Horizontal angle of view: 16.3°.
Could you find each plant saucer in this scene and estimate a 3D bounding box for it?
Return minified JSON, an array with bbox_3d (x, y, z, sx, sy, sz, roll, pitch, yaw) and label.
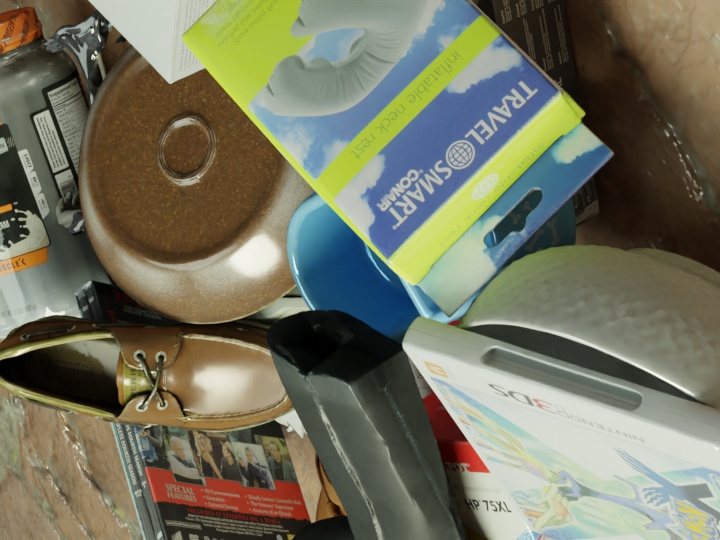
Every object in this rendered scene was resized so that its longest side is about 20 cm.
[{"bbox_3d":[-0.096,-0.070,1.502,0.200,0.037,0.201,-6,78,29],"label":"plant saucer"}]

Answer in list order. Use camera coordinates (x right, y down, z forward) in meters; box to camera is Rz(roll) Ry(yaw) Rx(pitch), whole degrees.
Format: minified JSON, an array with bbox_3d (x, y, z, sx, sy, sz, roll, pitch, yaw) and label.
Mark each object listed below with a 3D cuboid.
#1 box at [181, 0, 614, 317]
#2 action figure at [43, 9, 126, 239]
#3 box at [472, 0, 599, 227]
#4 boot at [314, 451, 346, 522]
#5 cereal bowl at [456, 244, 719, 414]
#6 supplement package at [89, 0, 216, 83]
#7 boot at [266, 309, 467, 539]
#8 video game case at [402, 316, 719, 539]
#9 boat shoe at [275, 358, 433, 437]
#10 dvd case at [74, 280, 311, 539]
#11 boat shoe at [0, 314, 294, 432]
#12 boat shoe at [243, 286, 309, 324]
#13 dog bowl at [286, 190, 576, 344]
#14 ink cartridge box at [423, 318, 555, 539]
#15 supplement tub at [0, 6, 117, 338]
[{"bbox_3d":[0.016,-0.088,1.253,0.200,0.122,0.048,47,-176,26],"label":"box"},{"bbox_3d":[-0.130,-0.064,1.607,0.102,0.118,0.201,-35,70,59],"label":"action figure"},{"bbox_3d":[0.044,-0.124,1.345,0.157,0.050,0.201,19,128,50],"label":"box"},{"bbox_3d":[0.034,0.176,1.580,0.200,0.076,0.156,40,146,54],"label":"boot"},{"bbox_3d":[0.150,0.050,1.246,0.200,0.083,0.200,28,160,11],"label":"cereal bowl"},{"bbox_3d":[-0.119,-0.239,1.456,0.200,0.111,0.156,46,146,29],"label":"supplement package"},{"bbox_3d":[-0.011,0.110,1.408,0.164,0.066,0.200,8,137,41],"label":"boot"},{"bbox_3d":[0.131,0.104,1.250,0.182,0.022,0.200,17,157,34],"label":"video game case"},{"bbox_3d":[-0.029,0.075,1.559,0.200,0.071,0.070,-9,90,48],"label":"boat shoe"},{"bbox_3d":[-0.102,0.105,1.619,0.022,0.146,0.201,-35,60,31],"label":"dvd case"},{"bbox_3d":[-0.128,0.066,1.520,0.199,0.068,0.072,0,97,19],"label":"boat shoe"},{"bbox_3d":[-0.002,0.000,1.496,0.201,0.072,0.061,-5,79,50],"label":"boat shoe"},{"bbox_3d":[0.031,-0.019,1.338,0.200,0.050,0.112,-28,92,53],"label":"dog bowl"},{"bbox_3d":[0.087,0.128,1.437,0.116,0.067,0.200,-3,117,59],"label":"ink cartridge box"},{"bbox_3d":[-0.228,-0.066,1.678,0.122,0.122,0.201,0,112,58],"label":"supplement tub"}]
